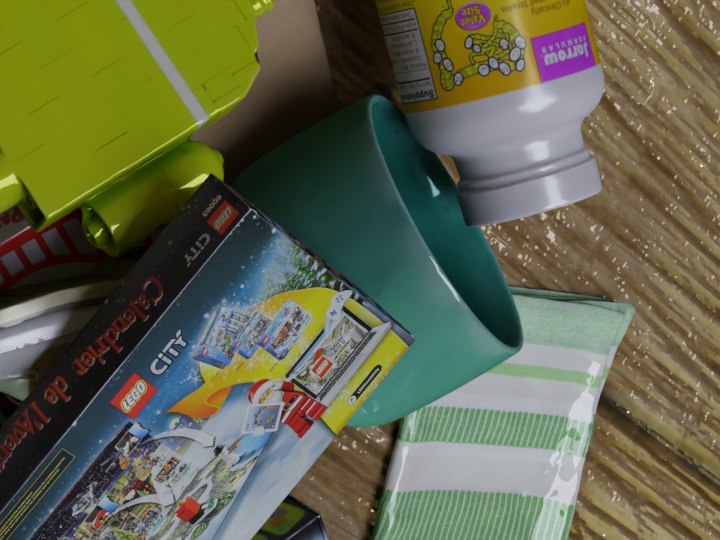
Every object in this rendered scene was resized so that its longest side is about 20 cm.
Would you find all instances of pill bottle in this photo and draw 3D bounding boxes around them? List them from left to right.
[{"bbox_3d":[0.063,-0.128,1.498,0.104,0.104,0.200,-19,97,-33],"label":"pill bottle"}]

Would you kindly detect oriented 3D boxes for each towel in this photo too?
[{"bbox_3d":[0.079,0.107,1.715,0.152,0.023,0.200,5,106,-40],"label":"towel"}]

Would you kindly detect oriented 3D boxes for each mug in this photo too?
[{"bbox_3d":[0.002,0.007,1.510,0.114,0.152,0.185,-30,154,12],"label":"mug"}]

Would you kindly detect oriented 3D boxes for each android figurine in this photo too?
[{"bbox_3d":[-0.131,-0.101,1.372,0.200,0.041,0.182,-35,90,-22],"label":"android figurine"}]

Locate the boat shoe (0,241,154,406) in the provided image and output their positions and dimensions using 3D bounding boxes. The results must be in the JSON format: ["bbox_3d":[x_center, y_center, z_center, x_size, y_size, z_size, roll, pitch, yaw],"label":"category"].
[{"bbox_3d":[-0.137,0.038,1.373,0.200,0.075,0.068,-17,99,-16],"label":"boat shoe"}]

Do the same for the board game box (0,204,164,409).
[{"bbox_3d":[-0.142,0.046,1.462,0.151,0.046,0.200,-32,128,-5],"label":"board game box"}]

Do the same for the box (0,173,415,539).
[{"bbox_3d":[-0.083,0.070,1.361,0.200,0.038,0.137,-50,134,1],"label":"box"}]

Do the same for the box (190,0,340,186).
[{"bbox_3d":[-0.105,-0.097,1.470,0.200,0.021,0.164,-33,127,-26],"label":"box"}]

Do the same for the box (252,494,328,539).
[{"bbox_3d":[-0.095,0.220,1.611,0.200,0.035,0.110,-34,127,-24],"label":"box"}]

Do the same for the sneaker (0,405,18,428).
[{"bbox_3d":[-0.180,0.090,1.396,0.200,0.074,0.088,-19,122,-11],"label":"sneaker"}]
